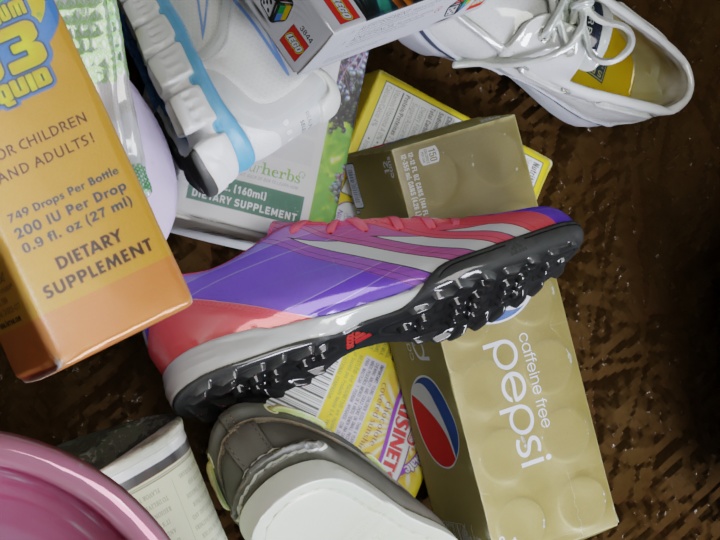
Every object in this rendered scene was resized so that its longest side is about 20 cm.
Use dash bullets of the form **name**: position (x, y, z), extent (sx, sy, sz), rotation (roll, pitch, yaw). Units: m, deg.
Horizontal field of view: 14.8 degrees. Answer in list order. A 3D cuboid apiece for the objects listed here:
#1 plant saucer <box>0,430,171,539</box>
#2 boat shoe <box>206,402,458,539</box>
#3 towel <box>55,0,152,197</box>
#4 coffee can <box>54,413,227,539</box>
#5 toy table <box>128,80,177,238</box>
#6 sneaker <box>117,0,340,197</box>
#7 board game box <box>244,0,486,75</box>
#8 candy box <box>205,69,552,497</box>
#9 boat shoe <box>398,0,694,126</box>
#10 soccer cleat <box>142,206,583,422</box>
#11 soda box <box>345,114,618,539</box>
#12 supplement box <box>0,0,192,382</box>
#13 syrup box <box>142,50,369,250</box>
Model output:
- **plant saucer**: position (-0.153, 0.157, 1.055), extent (0.200, 0.051, 0.201), rotation (0, 94, -1)
- **boat shoe**: position (-0.008, 0.116, 1.252), extent (0.072, 0.060, 0.202), rotation (-39, 147, 3)
- **towel**: position (-0.170, -0.112, 1.130), extent (0.149, 0.031, 0.200), rotation (-9, 90, -21)
- **coffee can**: position (-0.108, 0.182, 1.204), extent (0.146, 0.146, 0.200), rotation (-23, 96, -21)
- **toy table**: position (-0.188, -0.054, 1.198), extent (0.200, 0.117, 0.184), rotation (37, 76, -16)
- **sneaker**: position (-0.071, -0.128, 1.204), extent (0.087, 0.075, 0.200), rotation (-24, 68, -10)
- **board game box**: position (-0.035, -0.185, 1.186), extent (0.126, 0.035, 0.200), rotation (-25, 77, -47)
- **candy box**: position (0.010, 0.016, 1.322), extent (0.102, 0.026, 0.200), rotation (27, 78, -22)
- **boat shoe**: position (0.090, -0.115, 1.287), extent (0.202, 0.086, 0.075), rotation (30, 71, -44)
- **soccer cleat**: position (0.000, 0.000, 1.215), extent (0.200, 0.068, 0.073), rotation (-20, 68, -11)
- **soda box**: position (0.056, 0.033, 1.292), extent (0.068, 0.064, 0.200), rotation (-17, 96, -22)
- **supplement box**: position (-0.142, -0.060, 1.090), extent (0.066, 0.069, 0.200), rotation (-27, 91, -21)
- **syrup box**: position (-0.044, -0.112, 1.276), extent (0.079, 0.081, 0.200), rotation (14, 84, -22)
